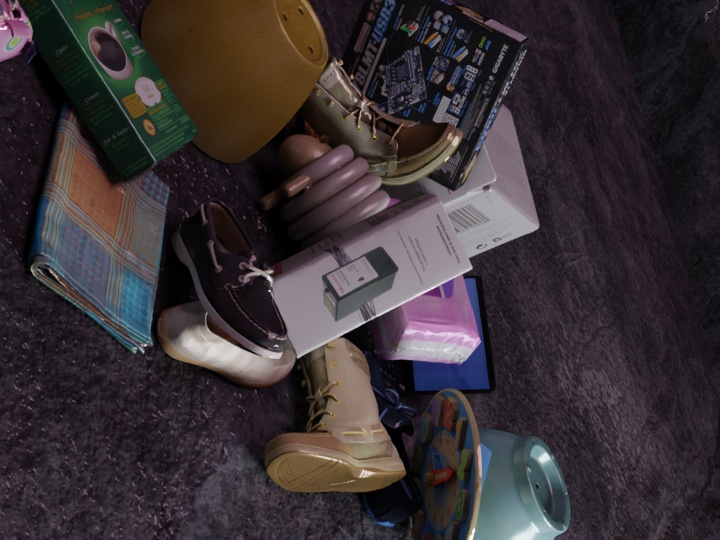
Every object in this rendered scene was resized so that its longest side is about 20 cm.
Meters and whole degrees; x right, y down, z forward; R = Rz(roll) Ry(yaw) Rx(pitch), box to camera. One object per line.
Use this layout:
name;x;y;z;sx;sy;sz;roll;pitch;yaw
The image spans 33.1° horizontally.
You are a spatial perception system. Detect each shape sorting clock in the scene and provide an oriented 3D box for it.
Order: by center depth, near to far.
shape sorting clock;0.088;0.229;1.324;0.039;0.200;0.201;11;51;-17

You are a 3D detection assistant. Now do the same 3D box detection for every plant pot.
plant pot;-0.121;-0.237;1.318;0.200;0.141;0.201;43;34;-39
plant pot;0.172;0.277;1.475;0.200;0.134;0.201;44;33;-39

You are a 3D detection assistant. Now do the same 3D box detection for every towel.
towel;-0.228;-0.043;1.084;0.147;0.022;0.201;45;33;-40

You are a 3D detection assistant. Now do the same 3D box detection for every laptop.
laptop;0.068;0.051;1.495;0.200;0.103;0.178;40;35;-44

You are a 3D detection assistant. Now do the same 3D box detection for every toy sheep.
toy sheep;-0.028;-0.066;1.378;0.201;0.137;0.138;59;26;-8

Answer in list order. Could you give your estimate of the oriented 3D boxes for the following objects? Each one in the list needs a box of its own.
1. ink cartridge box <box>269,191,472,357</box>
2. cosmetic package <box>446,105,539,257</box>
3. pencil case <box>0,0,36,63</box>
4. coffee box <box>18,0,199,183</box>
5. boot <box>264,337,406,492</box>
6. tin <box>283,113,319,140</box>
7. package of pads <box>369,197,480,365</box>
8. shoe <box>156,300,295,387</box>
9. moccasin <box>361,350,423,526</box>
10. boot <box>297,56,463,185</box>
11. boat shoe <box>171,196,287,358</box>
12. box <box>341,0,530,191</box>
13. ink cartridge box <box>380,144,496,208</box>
ink cartridge box;0.000;0.000;1.249;0.085;0.199;0.146;63;-1;-7
cosmetic package;0.129;-0.141;1.704;0.165;0.164;0.201;28;46;-53
pencil case;-0.332;-0.265;0.993;0.087;0.087;0.201;-7;74;-64
coffee box;-0.239;-0.190;1.137;0.201;0.044;0.123;58;21;-11
boot;-0.040;0.143;1.245;0.199;0.073;0.156;15;51;-50
tin;-0.053;-0.165;1.516;0.112;0.042;0.201;34;40;-43
package of pads;0.061;0.014;1.456;0.120;0.076;0.201;8;54;-32
shoe;-0.115;0.070;1.175;0.200;0.053;0.070;20;52;-57
moccasin;0.033;0.182;1.355;0.080;0.068;0.201;19;52;-58
boot;0.009;-0.175;1.392;0.155;0.199;0.072;53;55;-25
boat shoe;-0.114;0.004;1.128;0.074;0.060;0.200;26;18;-40
box;0.073;-0.228;1.454;0.198;0.201;0.050;29;24;13
ink cartridge box;0.078;-0.129;1.551;0.068;0.199;0.116;-14;81;-65
